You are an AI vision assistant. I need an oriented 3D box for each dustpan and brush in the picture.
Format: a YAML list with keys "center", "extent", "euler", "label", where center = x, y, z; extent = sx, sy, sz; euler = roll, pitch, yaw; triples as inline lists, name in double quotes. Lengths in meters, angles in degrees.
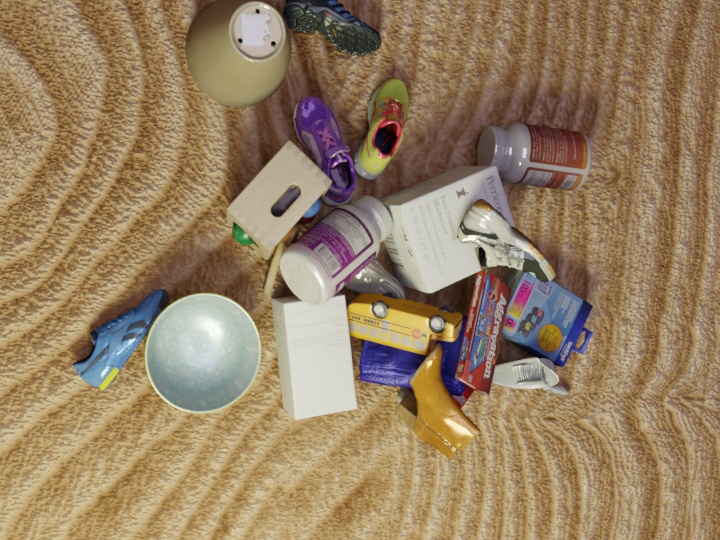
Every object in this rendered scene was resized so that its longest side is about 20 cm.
- center: [0.342, 0.211, 1.811]
  extent: [0.198, 0.138, 0.058]
  euler: [9, 70, -45]
  label: "dustpan and brush"

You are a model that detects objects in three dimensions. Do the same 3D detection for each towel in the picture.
- center: [0.101, 0.139, 1.688]
  extent: [0.196, 0.050, 0.151]
  euler: [7, 73, 16]
  label: "towel"

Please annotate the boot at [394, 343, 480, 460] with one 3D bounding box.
- center: [0.147, 0.227, 1.600]
  extent: [0.143, 0.203, 0.071]
  euler: [34, 44, 13]
  label: "boot"

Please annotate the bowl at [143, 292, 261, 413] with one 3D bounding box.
- center: [-0.277, 0.134, 1.603]
  extent: [0.196, 0.107, 0.205]
  euler: [-2, 95, -22]
  label: "bowl"

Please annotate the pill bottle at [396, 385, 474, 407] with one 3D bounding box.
- center: [0.164, 0.191, 1.742]
  extent: [0.112, 0.112, 0.201]
  euler: [39, 82, -15]
  label: "pill bottle"

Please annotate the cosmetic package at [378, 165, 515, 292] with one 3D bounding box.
- center: [0.154, -0.078, 1.695]
  extent: [0.197, 0.165, 0.168]
  euler: [-23, 101, -14]
  label: "cosmetic package"

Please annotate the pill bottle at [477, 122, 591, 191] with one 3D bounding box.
- center: [0.325, -0.216, 1.768]
  extent: [0.196, 0.112, 0.115]
  euler: [6, 91, -17]
  label: "pill bottle"

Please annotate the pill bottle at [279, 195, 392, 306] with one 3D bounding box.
- center: [-0.036, -0.040, 1.603]
  extent: [0.200, 0.112, 0.113]
  euler: [-41, 104, -32]
  label: "pill bottle"

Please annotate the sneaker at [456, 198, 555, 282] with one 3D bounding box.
- center: [0.247, -0.034, 1.615]
  extent: [0.199, 0.076, 0.088]
  euler: [38, 100, -16]
  label: "sneaker"

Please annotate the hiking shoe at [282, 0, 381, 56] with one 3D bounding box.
- center: [-0.044, -0.451, 1.662]
  extent: [0.197, 0.074, 0.088]
  euler: [18, 59, -31]
  label: "hiking shoe"

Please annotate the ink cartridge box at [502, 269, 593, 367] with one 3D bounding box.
- center: [0.354, 0.093, 1.815]
  extent: [0.198, 0.076, 0.138]
  euler: [29, 85, -18]
  label: "ink cartridge box"

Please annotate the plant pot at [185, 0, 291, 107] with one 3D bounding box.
- center: [-0.189, -0.377, 1.557]
  extent: [0.183, 0.200, 0.192]
  euler: [-1, 93, -16]
  label: "plant pot"

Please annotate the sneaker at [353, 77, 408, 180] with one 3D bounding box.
- center: [0.052, -0.261, 1.680]
  extent: [0.077, 0.090, 0.204]
  euler: [21, 68, -17]
  label: "sneaker"

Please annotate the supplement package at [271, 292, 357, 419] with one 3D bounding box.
- center: [-0.083, 0.146, 1.661]
  extent: [0.114, 0.117, 0.205]
  euler: [-7, 95, -17]
  label: "supplement package"

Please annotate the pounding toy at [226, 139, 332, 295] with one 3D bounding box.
- center: [-0.142, -0.084, 1.611]
  extent: [0.142, 0.184, 0.201]
  euler: [42, 81, -2]
  label: "pounding toy"

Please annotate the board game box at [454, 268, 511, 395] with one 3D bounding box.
- center: [0.220, 0.110, 1.676]
  extent: [0.103, 0.019, 0.204]
  euler: [34, 65, -49]
  label: "board game box"

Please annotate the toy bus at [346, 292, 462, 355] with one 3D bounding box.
- center: [0.075, 0.092, 1.643]
  extent: [0.196, 0.065, 0.080]
  euler: [13, 108, 18]
  label: "toy bus"

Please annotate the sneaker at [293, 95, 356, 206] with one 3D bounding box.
- center: [-0.055, -0.214, 1.666]
  extent: [0.079, 0.088, 0.204]
  euler: [-22, 98, -13]
  label: "sneaker"

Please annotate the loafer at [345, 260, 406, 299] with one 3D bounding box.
- center: [0.000, 0.000, 1.713]
  extent: [0.199, 0.063, 0.072]
  euler: [39, 110, -1]
  label: "loafer"

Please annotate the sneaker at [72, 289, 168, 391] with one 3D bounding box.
- center: [-0.405, 0.103, 1.588]
  extent: [0.078, 0.066, 0.201]
  euler: [38, 82, -11]
  label: "sneaker"
